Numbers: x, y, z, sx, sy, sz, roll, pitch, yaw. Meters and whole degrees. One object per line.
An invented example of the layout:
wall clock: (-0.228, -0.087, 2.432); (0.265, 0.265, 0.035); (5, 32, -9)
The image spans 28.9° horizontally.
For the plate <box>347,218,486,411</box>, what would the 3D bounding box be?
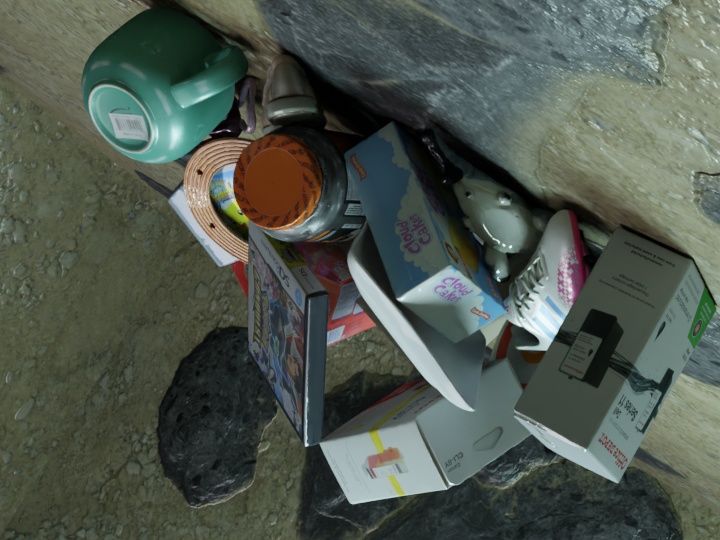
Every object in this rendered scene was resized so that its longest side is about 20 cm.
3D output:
plate: (0.054, 0.035, 1.415); (0.200, 0.032, 0.200); (53, -162, -10)

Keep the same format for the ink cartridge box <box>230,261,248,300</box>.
ink cartridge box: (-0.085, -0.031, 1.806); (0.201, 0.175, 0.045); (62, -179, 15)

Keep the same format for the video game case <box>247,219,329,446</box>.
video game case: (-0.083, 0.061, 1.539); (0.025, 0.201, 0.181); (-11, -143, -22)

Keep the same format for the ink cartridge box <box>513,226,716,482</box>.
ink cartridge box: (0.240, 0.083, 1.307); (0.083, 0.201, 0.147); (28, 174, 30)

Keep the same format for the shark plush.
shark plush: (0.116, -0.068, 1.388); (0.199, 0.091, 0.084); (29, -152, -31)

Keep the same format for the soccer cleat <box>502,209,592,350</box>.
soccer cleat: (0.181, 0.019, 1.377); (0.086, 0.070, 0.201); (-7, 142, 2)

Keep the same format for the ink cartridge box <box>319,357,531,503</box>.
ink cartridge box: (0.072, 0.173, 1.498); (0.200, 0.145, 0.084); (-22, 96, 56)

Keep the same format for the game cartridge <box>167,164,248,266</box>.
game cartridge: (-0.146, -0.083, 1.742); (0.199, 0.041, 0.134); (-19, 114, 40)

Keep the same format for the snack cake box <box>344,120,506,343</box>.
snack cake box: (0.063, -0.039, 1.404); (0.115, 0.067, 0.201); (39, -156, -48)

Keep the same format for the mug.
mug: (-0.224, -0.203, 1.525); (0.152, 0.115, 0.185); (40, 140, 1)

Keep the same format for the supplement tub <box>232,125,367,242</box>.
supplement tub: (-0.048, -0.091, 1.498); (0.122, 0.123, 0.200); (29, -167, 22)

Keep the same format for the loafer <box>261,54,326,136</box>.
loafer: (-0.074, -0.182, 1.494); (0.071, 0.063, 0.200); (-8, 178, -4)

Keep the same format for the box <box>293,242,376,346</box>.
box: (0.000, 0.000, 1.646); (0.095, 0.103, 0.199); (38, -142, 27)

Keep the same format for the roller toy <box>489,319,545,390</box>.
roller toy: (0.238, 0.098, 1.529); (0.139, 0.183, 0.200); (35, 173, -26)

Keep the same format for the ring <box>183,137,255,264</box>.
ring: (-0.122, -0.080, 1.692); (0.199, 0.019, 0.201); (15, 135, 15)

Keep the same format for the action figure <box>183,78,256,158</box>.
action figure: (-0.177, -0.205, 1.722); (0.148, 0.135, 0.200); (2, 168, 9)

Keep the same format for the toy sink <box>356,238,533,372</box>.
toy sink: (0.112, 0.016, 1.596); (0.112, 0.200, 0.130); (48, -178, 24)
